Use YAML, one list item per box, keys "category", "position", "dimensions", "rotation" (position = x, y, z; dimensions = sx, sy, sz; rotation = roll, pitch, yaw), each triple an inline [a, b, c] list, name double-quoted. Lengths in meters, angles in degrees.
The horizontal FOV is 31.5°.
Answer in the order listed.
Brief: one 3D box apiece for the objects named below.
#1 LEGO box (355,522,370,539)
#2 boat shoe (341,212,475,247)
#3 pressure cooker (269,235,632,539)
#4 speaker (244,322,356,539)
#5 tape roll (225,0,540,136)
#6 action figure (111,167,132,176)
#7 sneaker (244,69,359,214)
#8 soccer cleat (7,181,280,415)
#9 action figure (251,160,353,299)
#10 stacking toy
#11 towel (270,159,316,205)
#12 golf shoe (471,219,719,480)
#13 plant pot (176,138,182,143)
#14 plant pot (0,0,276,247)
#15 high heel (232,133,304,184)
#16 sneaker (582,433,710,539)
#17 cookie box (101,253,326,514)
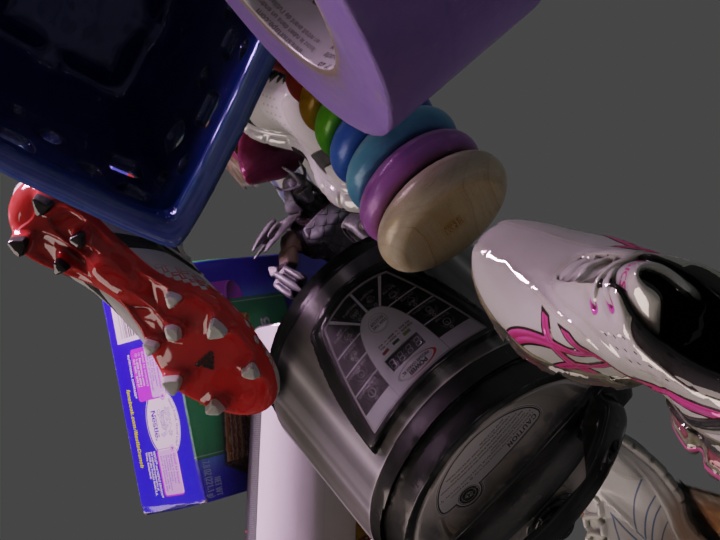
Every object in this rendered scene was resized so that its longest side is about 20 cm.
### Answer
- category: "LEGO box"
  position: [0.086, 0.158, 0.987]
  dimensions: [0.077, 0.200, 0.149]
  rotation: [45, 172, 34]
- category: "boat shoe"
  position: [0.065, 0.020, 0.922]
  dimensions: [0.200, 0.071, 0.072]
  rotation: [47, 172, 17]
- category: "pressure cooker"
  position: [0.060, 0.089, 0.775]
  dimensions: [0.200, 0.177, 0.178]
  rotation: [46, 133, 39]
- category: "speaker"
  position: [-0.040, 0.143, 0.898]
  dimensions: [0.081, 0.080, 0.203]
  rotation: [89, -177, -79]
- category: "tape roll"
  position: [-0.022, -0.158, 0.505]
  dimensions: [0.200, 0.085, 0.200]
  rotation: [49, 173, 8]
- category: "action figure"
  position: [-0.228, -0.089, 1.003]
  dimensions: [0.066, 0.098, 0.200]
  rotation: [63, 172, -28]
- category: "sneaker"
  position: [-0.036, -0.122, 0.910]
  dimensions: [0.200, 0.073, 0.081]
  rotation: [38, 153, 42]
- category: "soccer cleat"
  position: [-0.123, 0.007, 0.774]
  dimensions: [0.199, 0.069, 0.085]
  rotation: [39, -154, -7]
- category: "action figure"
  position: [0.000, 0.000, 0.979]
  dimensions: [0.201, 0.130, 0.069]
  rotation: [54, 164, -13]
- category: "stacking toy"
  position: [-0.002, -0.097, 0.753]
  dimensions: [0.201, 0.085, 0.086]
  rotation: [53, 175, 26]
- category: "towel"
  position: [-0.035, -0.080, 1.146]
  dimensions: [0.199, 0.024, 0.147]
  rotation: [28, 157, 49]
- category: "golf shoe"
  position: [0.123, 0.015, 0.562]
  dimensions: [0.199, 0.073, 0.093]
  rotation: [31, 156, 41]
- category: "plant pot"
  position: [-0.186, -0.212, 1.083]
  dimensions: [0.201, 0.141, 0.141]
  rotation: [56, 172, -11]
- category: "plant pot"
  position: [-0.156, -0.159, 0.743]
  dimensions: [0.198, 0.202, 0.180]
  rotation: [26, -172, -19]
- category: "high heel"
  position: [-0.093, -0.097, 1.051]
  dimensions: [0.199, 0.096, 0.068]
  rotation: [7, 132, 60]
- category: "sneaker"
  position: [0.194, 0.186, 0.910]
  dimensions: [0.201, 0.087, 0.074]
  rotation: [53, 174, -12]
- category: "cookie box"
  position: [-0.087, 0.079, 0.982]
  dimensions: [0.199, 0.075, 0.174]
  rotation: [-7, -96, -51]
